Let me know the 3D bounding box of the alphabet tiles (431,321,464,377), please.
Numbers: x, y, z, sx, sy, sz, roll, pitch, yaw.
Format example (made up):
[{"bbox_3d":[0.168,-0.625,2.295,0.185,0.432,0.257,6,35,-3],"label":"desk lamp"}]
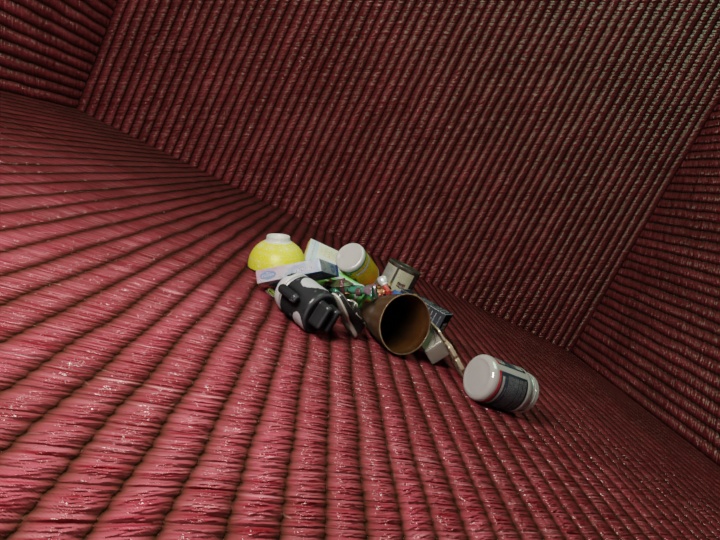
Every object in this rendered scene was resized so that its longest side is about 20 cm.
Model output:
[{"bbox_3d":[0.292,0.261,1.669,0.196,0.015,0.200,61,-1,-8],"label":"alphabet tiles"}]

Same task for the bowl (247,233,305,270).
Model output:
[{"bbox_3d":[-0.282,-0.066,1.720,0.199,0.108,0.200,4,15,-1],"label":"bowl"}]

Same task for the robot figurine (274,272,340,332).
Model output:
[{"bbox_3d":[-0.146,0.086,1.386,0.125,0.151,0.200,-32,48,-30],"label":"robot figurine"}]

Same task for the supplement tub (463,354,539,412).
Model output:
[{"bbox_3d":[0.426,0.346,1.534,0.199,0.141,0.140,23,9,-25],"label":"supplement tub"}]

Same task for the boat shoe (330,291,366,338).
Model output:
[{"bbox_3d":[-0.030,0.118,1.456,0.074,0.060,0.200,37,-20,43],"label":"boat shoe"}]

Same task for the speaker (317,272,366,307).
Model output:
[{"bbox_3d":[-0.075,0.050,1.729,0.199,0.089,0.088,29,9,10],"label":"speaker"}]

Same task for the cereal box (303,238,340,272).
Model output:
[{"bbox_3d":[-0.117,-0.014,1.854,0.199,0.144,0.040,25,-35,-17],"label":"cereal box"}]

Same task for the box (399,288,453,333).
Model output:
[{"bbox_3d":[0.215,0.176,1.871,0.200,0.148,0.104,31,10,24],"label":"box"}]

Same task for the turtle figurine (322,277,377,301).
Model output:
[{"bbox_3d":[-0.051,0.074,1.599,0.199,0.101,0.150,-5,19,14],"label":"turtle figurine"}]

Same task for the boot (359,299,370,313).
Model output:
[{"bbox_3d":[0.065,0.154,1.812,0.199,0.074,0.155,27,5,-15],"label":"boot"}]

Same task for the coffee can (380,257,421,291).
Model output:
[{"bbox_3d":[0.143,0.068,2.113,0.146,0.201,0.146,27,9,-4],"label":"coffee can"}]

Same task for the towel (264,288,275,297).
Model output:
[{"bbox_3d":[-0.178,0.105,1.533,0.200,0.023,0.144,31,10,23],"label":"towel"}]

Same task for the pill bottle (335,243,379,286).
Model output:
[{"bbox_3d":[0.000,0.000,1.799,0.113,0.113,0.200,34,-11,38],"label":"pill bottle"}]

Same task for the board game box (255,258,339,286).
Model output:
[{"bbox_3d":[-0.187,0.011,1.546,0.199,0.044,0.199,-11,-8,12],"label":"board game box"}]

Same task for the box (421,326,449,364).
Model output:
[{"bbox_3d":[0.218,0.215,1.707,0.082,0.068,0.200,59,0,-39],"label":"box"}]

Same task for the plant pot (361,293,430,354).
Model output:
[{"bbox_3d":[0.090,0.156,1.617,0.186,0.188,0.200,22,-7,-29],"label":"plant pot"}]

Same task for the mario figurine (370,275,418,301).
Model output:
[{"bbox_3d":[0.118,0.079,1.737,0.199,0.124,0.106,18,21,33],"label":"mario figurine"}]

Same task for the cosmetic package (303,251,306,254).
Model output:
[{"bbox_3d":[-0.138,0.007,1.926,0.199,0.073,0.103,26,-27,-16],"label":"cosmetic package"}]

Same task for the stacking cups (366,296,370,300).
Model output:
[{"bbox_3d":[0.032,0.113,1.993,0.060,0.061,0.200,23,8,-24],"label":"stacking cups"}]
